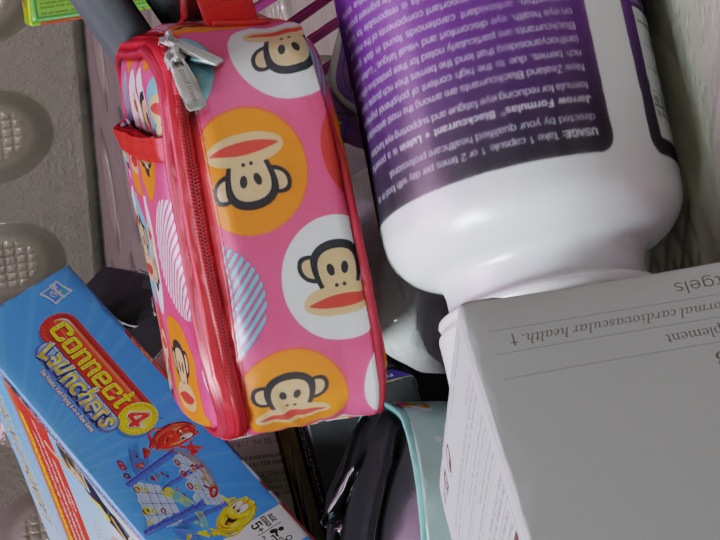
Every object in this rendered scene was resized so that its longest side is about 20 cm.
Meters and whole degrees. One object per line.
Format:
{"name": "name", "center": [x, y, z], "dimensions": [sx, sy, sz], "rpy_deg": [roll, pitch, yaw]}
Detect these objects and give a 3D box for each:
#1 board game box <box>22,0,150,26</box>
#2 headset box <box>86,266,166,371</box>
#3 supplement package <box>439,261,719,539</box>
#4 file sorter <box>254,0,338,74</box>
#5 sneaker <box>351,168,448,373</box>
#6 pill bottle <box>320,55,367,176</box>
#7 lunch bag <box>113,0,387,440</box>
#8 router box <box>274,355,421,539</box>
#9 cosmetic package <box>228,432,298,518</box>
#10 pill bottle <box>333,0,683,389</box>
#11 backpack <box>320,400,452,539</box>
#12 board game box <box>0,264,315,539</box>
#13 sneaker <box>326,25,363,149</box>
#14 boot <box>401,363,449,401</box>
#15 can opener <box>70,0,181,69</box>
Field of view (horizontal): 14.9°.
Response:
{"name": "board game box", "center": [-0.078, -0.188, 1.402], "dimensions": [0.048, 0.199, 0.102], "rpy_deg": [-151, 52, -78]}
{"name": "headset box", "center": [-0.080, 0.081, 1.482], "dimensions": [0.200, 0.077, 0.149], "rpy_deg": [47, 162, -24]}
{"name": "supplement package", "center": [0.103, 0.112, 0.845], "dimensions": [0.118, 0.116, 0.201], "rpy_deg": [95, 163, -55]}
{"name": "file sorter", "center": [-0.035, -0.183, 1.277], "dimensions": [0.126, 0.139, 0.200], "rpy_deg": [57, 179, -22]}
{"name": "sneaker", "center": [0.000, 0.000, 1.198], "dimensions": [0.200, 0.088, 0.076], "rpy_deg": [-80, -18, -76]}
{"name": "pill bottle", "center": [-0.018, -0.009, 1.490], "dimensions": [0.110, 0.109, 0.201], "rpy_deg": [-108, 13, -45]}
{"name": "lunch bag", "center": [-0.047, -0.033, 1.061], "dimensions": [0.200, 0.081, 0.177], "rpy_deg": [-155, 55, -80]}
{"name": "router box", "center": [0.010, 0.130, 1.225], "dimensions": [0.157, 0.052, 0.201], "rpy_deg": [-140, 35, -76]}
{"name": "cosmetic package", "center": [-0.029, 0.156, 1.365], "dimensions": [0.104, 0.073, 0.201], "rpy_deg": [-38, -61, -67]}
{"name": "pill bottle", "center": [0.054, -0.056, 0.998], "dimensions": [0.111, 0.111, 0.201], "rpy_deg": [114, 146, -73]}
{"name": "backpack", "center": [0.056, 0.144, 1.047], "dimensions": [0.176, 0.152, 0.201], "rpy_deg": [125, 137, -77]}
{"name": "board game box", "center": [-0.078, 0.129, 1.201], "dimensions": [0.196, 0.056, 0.201], "rpy_deg": [45, 159, 37]}
{"name": "sneaker", "center": [0.040, -0.036, 1.104], "dimensions": [0.073, 0.114, 0.202], "rpy_deg": [111, 148, -69]}
{"name": "boot", "center": [0.042, 0.083, 1.380], "dimensions": [0.145, 0.072, 0.201], "rpy_deg": [75, 174, -46]}
{"name": "can opener", "center": [-0.076, -0.084, 1.193], "dimensions": [0.066, 0.053, 0.200], "rpy_deg": [47, 174, 38]}
